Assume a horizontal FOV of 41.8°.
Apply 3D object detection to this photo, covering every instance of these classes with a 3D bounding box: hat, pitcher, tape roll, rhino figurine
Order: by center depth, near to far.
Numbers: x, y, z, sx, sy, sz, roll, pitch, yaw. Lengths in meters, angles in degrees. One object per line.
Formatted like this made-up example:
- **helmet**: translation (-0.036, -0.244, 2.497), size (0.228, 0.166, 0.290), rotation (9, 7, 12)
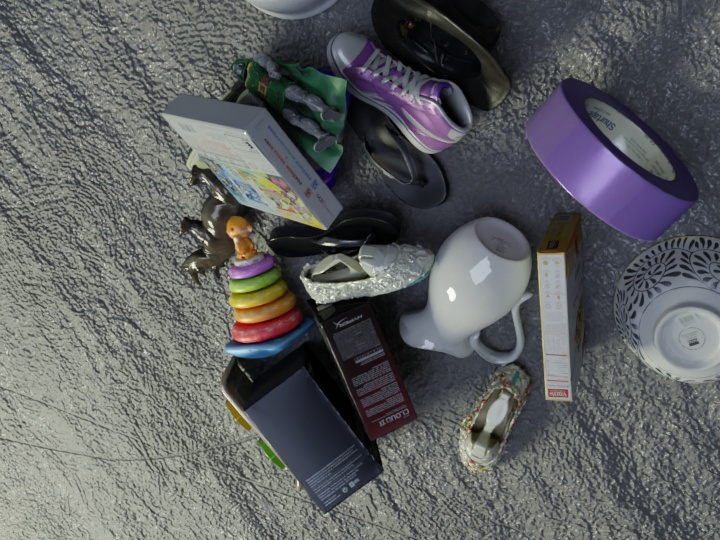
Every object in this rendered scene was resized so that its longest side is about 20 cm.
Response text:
- **tape roll**: translation (0.285, -0.127, 1.067), size (0.200, 0.200, 0.066), rotation (41, 121, 1)
- **hat**: translation (0.111, -0.284, 1.124), size (0.201, 0.201, 0.081), rotation (37, 78, 3)
- **pitcher**: translation (0.165, 0.036, 1.245), size (0.171, 0.121, 0.200), rotation (21, 131, -8)
- **rhino figurine**: translation (-0.217, -0.059, 1.372), size (0.087, 0.060, 0.200), rotation (12, 119, -8)

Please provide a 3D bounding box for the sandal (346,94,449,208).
- **sandal**: translation (0.037, -0.158, 1.241), size (0.076, 0.043, 0.200), rotation (-37, 95, 30)

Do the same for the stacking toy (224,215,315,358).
- **stacking toy**: translation (-0.152, 0.015, 1.355), size (0.116, 0.110, 0.200), rotation (-6, 108, 32)

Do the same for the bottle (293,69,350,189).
- **bottle**: translation (-0.058, -0.162, 1.247), size (0.065, 0.084, 0.200), rotation (9, 133, -4)

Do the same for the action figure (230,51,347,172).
- **action figure**: translation (-0.096, -0.214, 1.154), size (0.200, 0.055, 0.118), rotation (39, 127, 37)

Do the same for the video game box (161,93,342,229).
- **video game box**: translation (-0.138, -0.140, 1.203), size (0.200, 0.047, 0.182), rotation (20, 154, 46)

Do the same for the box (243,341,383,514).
- **box**: translation (-0.066, 0.217, 1.342), size (0.104, 0.200, 0.182), rotation (-36, 95, 1)

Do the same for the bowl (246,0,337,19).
- **bowl**: translation (-0.106, -0.408, 1.165), size (0.201, 0.090, 0.201), rotation (8, 114, 19)

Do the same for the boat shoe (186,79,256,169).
- **boat shoe**: translation (-0.177, -0.203, 1.303), size (0.072, 0.068, 0.200), rotation (18, 140, -32)

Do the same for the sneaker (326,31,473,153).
- **sneaker**: translation (0.056, -0.233, 1.152), size (0.200, 0.073, 0.114), rotation (37, 162, -13)

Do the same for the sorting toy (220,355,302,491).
- **sorting toy**: translation (-0.147, 0.225, 1.404), size (0.036, 0.185, 0.200), rotation (-35, 95, 1)

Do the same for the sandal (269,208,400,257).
- **sandal**: translation (-0.033, -0.038, 1.295), size (0.200, 0.043, 0.076), rotation (-10, 147, 29)

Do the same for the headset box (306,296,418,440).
- **headset box**: translation (0.004, 0.130, 1.311), size (0.077, 0.149, 0.200), rotation (-25, 103, -5)

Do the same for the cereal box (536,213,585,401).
- **cereal box**: translation (0.256, 0.044, 1.186), size (0.039, 0.144, 0.200), rotation (0, 113, 20)

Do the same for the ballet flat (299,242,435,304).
- **ballet flat**: translation (0.000, 0.000, 1.238), size (0.200, 0.072, 0.072), rotation (-16, 105, 35)

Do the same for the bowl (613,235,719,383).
- **bowl**: translation (0.412, 0.066, 1.162), size (0.201, 0.094, 0.201), rotation (8, 114, 17)

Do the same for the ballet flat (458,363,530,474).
- **ballet flat**: translation (0.182, 0.219, 1.336), size (0.076, 0.064, 0.200), rotation (21, 118, 11)
